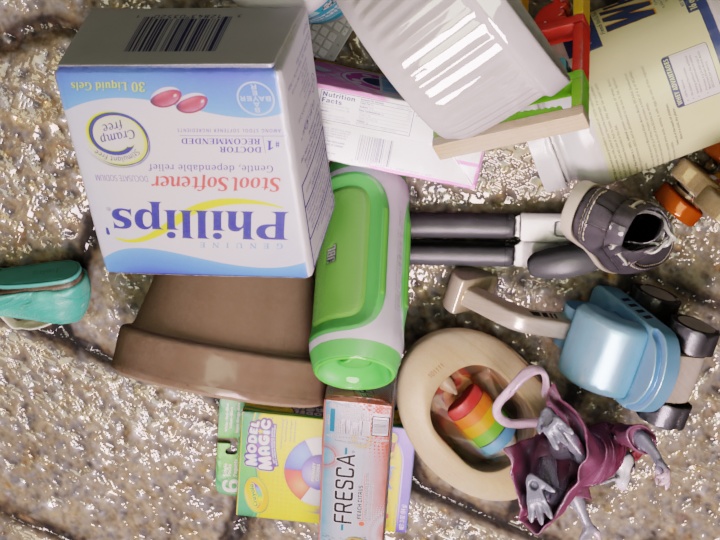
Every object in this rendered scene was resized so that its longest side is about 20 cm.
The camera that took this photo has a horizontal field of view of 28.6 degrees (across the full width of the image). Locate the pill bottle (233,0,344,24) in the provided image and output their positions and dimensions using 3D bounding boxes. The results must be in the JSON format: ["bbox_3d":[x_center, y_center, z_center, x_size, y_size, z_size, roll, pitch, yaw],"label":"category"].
[{"bbox_3d":[-0.056,-0.262,1.173,0.110,0.200,0.112,2,99,12],"label":"pill bottle"}]

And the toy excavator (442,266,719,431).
[{"bbox_3d":[0.198,0.055,1.304,0.199,0.194,0.100,8,110,-28],"label":"toy excavator"}]

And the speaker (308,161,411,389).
[{"bbox_3d":[0.000,0.000,1.260,0.088,0.089,0.201,1,63,3],"label":"speaker"}]

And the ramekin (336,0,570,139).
[{"bbox_3d":[0.063,-0.195,1.085,0.105,0.200,0.200,-36,101,13],"label":"ramekin"}]

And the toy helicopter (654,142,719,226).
[{"bbox_3d":[0.322,-0.048,1.220,0.132,0.200,0.079,42,106,9],"label":"toy helicopter"}]

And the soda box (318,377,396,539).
[{"bbox_3d":[-0.004,0.184,1.315,0.063,0.069,0.201,6,120,3],"label":"soda box"}]

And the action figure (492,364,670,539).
[{"bbox_3d":[0.201,0.175,1.318,0.134,0.200,0.149,-46,68,24],"label":"action figure"}]

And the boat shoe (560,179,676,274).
[{"bbox_3d":[0.241,-0.028,1.240,0.062,0.200,0.073,25,94,33],"label":"boat shoe"}]

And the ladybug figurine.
[{"bbox_3d":[0.108,0.135,1.346,0.136,0.072,0.200,-42,110,-5],"label":"ladybug figurine"}]

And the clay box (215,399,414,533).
[{"bbox_3d":[-0.047,0.190,1.398,0.198,0.048,0.116,5,108,2],"label":"clay box"}]

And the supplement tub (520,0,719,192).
[{"bbox_3d":[0.234,-0.159,1.221,0.199,0.145,0.146,-20,105,9],"label":"supplement tub"}]

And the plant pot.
[{"bbox_3d":[-0.116,0.022,1.296,0.199,0.200,0.176,10,89,1],"label":"plant pot"}]

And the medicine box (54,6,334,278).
[{"bbox_3d":[-0.127,-0.102,1.141,0.181,0.103,0.201,1,128,11],"label":"medicine box"}]

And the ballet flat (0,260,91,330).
[{"bbox_3d":[-0.357,0.029,1.363,0.198,0.067,0.071,1,121,6],"label":"ballet flat"}]

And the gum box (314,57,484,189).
[{"bbox_3d":[0.009,-0.135,1.252,0.199,0.114,0.067,11,108,-5],"label":"gum box"}]

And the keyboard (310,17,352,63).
[{"bbox_3d":[-0.003,-0.277,1.271,0.056,0.011,0.201,31,106,-6],"label":"keyboard"}]

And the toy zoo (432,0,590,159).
[{"bbox_3d":[0.128,-0.189,1.185,0.130,0.201,0.020,-10,144,23],"label":"toy zoo"}]

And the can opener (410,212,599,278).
[{"bbox_3d":[0.128,-0.024,1.310,0.198,0.067,0.054,1,107,4],"label":"can opener"}]
